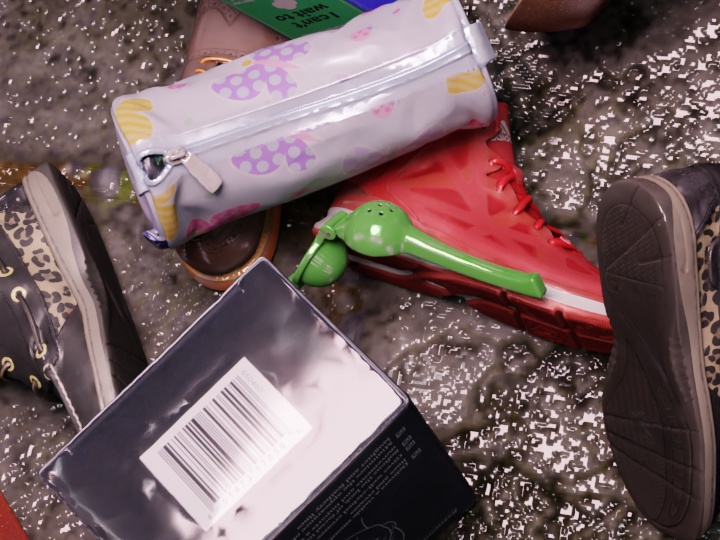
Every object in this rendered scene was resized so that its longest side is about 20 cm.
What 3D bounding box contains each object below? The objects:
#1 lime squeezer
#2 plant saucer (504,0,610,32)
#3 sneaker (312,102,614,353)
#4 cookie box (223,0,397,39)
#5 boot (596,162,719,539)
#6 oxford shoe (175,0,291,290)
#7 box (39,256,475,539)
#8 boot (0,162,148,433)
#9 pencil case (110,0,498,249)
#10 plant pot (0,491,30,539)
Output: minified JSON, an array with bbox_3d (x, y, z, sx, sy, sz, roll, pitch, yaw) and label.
[{"bbox_3d":[0.000,0.000,1.143,0.200,0.071,0.038,-16,34,35],"label":"lime squeezer"},{"bbox_3d":[0.152,-0.195,1.148,0.037,0.200,0.200,40,83,1],"label":"plant saucer"},{"bbox_3d":[0.081,-0.035,1.166,0.200,0.078,0.116,19,78,16],"label":"sneaker"},{"bbox_3d":[-0.042,-0.230,1.182,0.075,0.200,0.171,-6,66,45],"label":"cookie box"},{"bbox_3d":[0.195,0.026,1.107,0.150,0.200,0.073,-24,26,-31],"label":"boot"},{"bbox_3d":[-0.071,-0.094,1.219,0.071,0.073,0.200,-3,71,12],"label":"oxford shoe"},{"bbox_3d":[-0.043,0.106,1.079,0.148,0.200,0.107,-44,68,-5],"label":"box"},{"bbox_3d":[-0.201,0.055,1.200,0.154,0.073,0.204,-24,62,6],"label":"boot"},{"bbox_3d":[-0.030,-0.083,1.133,0.200,0.091,0.083,-21,77,-5],"label":"pencil case"},{"bbox_3d":[-0.246,0.183,1.090,0.176,0.200,0.200,-30,88,-18],"label":"plant pot"}]
